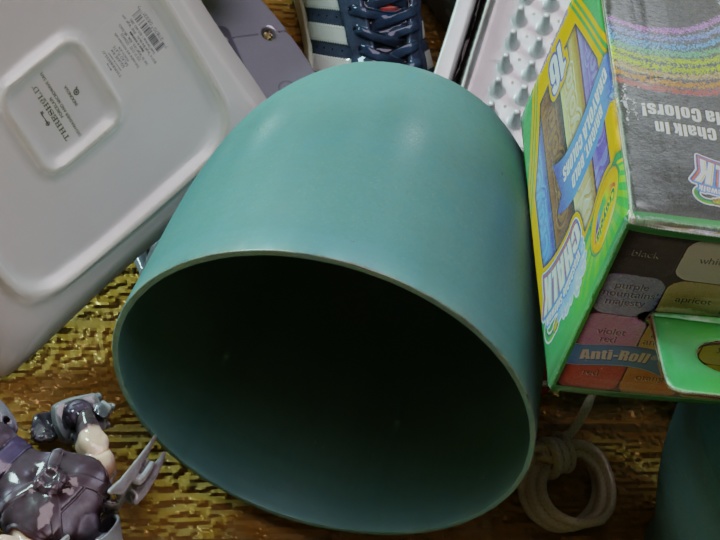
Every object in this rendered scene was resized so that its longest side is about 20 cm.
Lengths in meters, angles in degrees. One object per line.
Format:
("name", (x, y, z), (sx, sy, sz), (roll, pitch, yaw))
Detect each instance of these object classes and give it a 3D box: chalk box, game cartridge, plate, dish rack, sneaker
("chalk box", (0.149, -0.020, 1.128), (0.123, 0.124, 0.201), (7, 53, -11))
("game cartridge", (-0.074, -0.065, 1.374), (0.132, 0.042, 0.201), (-6, 57, -29))
("plate", (-0.149, -0.081, 1.245), (0.200, 0.032, 0.200), (-42, 117, -19))
("dish rack", (0.135, -0.126, 1.410), (0.170, 0.044, 0.201), (17, 70, 3))
("sneaker", (0.008, -0.139, 1.427), (0.074, 0.085, 0.201), (-6, 58, -24))

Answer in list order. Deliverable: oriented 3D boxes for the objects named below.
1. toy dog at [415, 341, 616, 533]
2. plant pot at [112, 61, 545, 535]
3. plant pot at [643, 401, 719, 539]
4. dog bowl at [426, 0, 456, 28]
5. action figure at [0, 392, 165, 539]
("toy dog", (0.129, 0.028, 1.340), (0.132, 0.097, 0.200), (41, 52, 13))
("plant pot", (0.000, 0.000, 1.231), (0.199, 0.201, 0.162), (21, 51, -5))
("plant pot", (0.229, 0.113, 1.256), (0.198, 0.188, 0.201), (10, 52, -13))
("dog bowl", (0.120, -0.191, 1.517), (0.198, 0.059, 0.201), (7, 55, -10))
("action figure", (-0.177, 0.082, 1.208), (0.200, 0.069, 0.130), (41, 44, 3))
